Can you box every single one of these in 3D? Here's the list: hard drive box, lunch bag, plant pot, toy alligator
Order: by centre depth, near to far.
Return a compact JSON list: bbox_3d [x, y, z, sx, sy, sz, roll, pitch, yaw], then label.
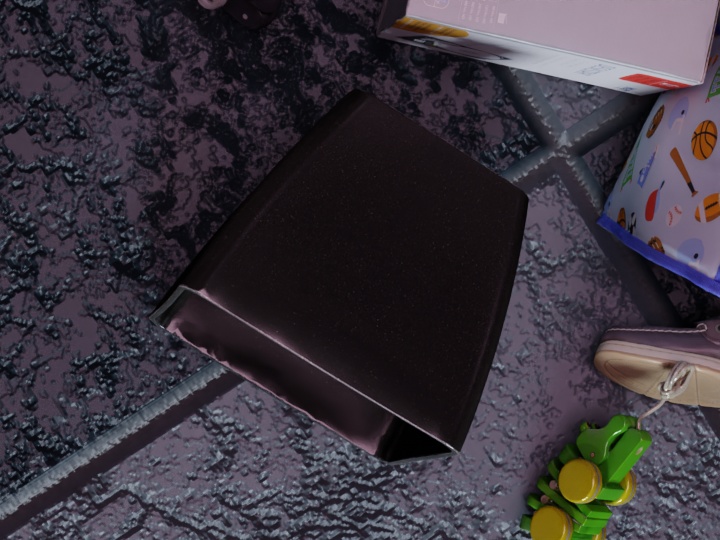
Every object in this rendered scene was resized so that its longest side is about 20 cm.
[{"bbox_3d":[0.000,0.000,1.249,0.199,0.199,0.178,32,77,-6],"label":"plant pot"},{"bbox_3d":[0.256,-0.067,1.255,0.123,0.200,0.171,23,96,-6],"label":"lunch bag"},{"bbox_3d":[0.122,-0.178,1.267,0.199,0.156,0.077,11,91,-6],"label":"hard drive box"},{"bbox_3d":[0.161,0.135,1.324,0.054,0.059,0.201,39,106,36],"label":"toy alligator"}]

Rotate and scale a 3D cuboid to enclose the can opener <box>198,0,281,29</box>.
[{"bbox_3d":[-0.125,-0.243,1.293,0.200,0.079,0.063,39,126,-3],"label":"can opener"}]

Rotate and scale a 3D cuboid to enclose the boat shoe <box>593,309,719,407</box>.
[{"bbox_3d":[0.265,0.058,1.338,0.199,0.072,0.065,7,67,5],"label":"boat shoe"}]
